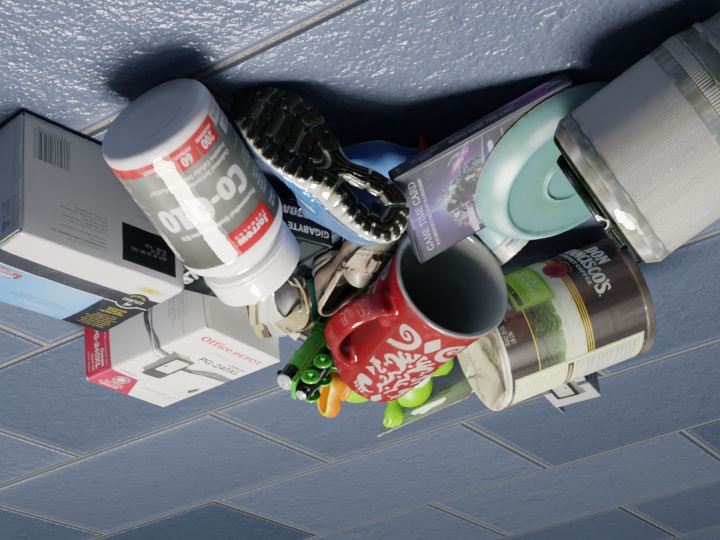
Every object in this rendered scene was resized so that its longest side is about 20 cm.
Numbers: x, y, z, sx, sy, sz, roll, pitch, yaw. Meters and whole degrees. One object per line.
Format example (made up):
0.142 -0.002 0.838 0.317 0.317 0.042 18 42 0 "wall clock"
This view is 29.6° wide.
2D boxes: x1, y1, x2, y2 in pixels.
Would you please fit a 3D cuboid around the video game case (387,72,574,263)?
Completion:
0.129 -0.099 1.355 0.199 0.019 0.143 -29 144 -5 "video game case"

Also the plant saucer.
0.208 -0.101 1.374 0.198 0.028 0.201 -21 142 -17 "plant saucer"

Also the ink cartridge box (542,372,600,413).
0.257 0.101 1.772 0.067 0.117 0.200 -16 153 18 "ink cartridge box"

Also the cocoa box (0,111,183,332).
-0.291 -0.040 1.343 0.131 0.135 0.199 -26 148 35 "cocoa box"

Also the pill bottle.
-0.143 -0.068 1.274 0.113 0.115 0.201 -18 128 21 "pill bottle"

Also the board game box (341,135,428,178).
0.035 -0.103 1.408 0.198 0.039 0.158 12 154 -28 "board game box"

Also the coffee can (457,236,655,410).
0.222 0.062 1.590 0.198 0.147 0.147 -19 157 -16 "coffee can"

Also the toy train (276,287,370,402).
-0.034 0.080 1.599 0.056 0.200 0.042 19 133 21 "toy train"

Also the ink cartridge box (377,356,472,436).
0.129 0.159 1.801 0.161 0.200 0.050 -28 102 35 "ink cartridge box"

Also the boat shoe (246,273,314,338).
-0.088 0.028 1.473 0.067 0.076 0.200 -4 170 0 "boat shoe"

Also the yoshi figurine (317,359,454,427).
0.024 0.142 1.714 0.198 0.114 0.112 -7 173 -29 "yoshi figurine"

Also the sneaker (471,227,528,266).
0.128 -0.040 1.539 0.074 0.082 0.200 -41 -178 -22 "sneaker"

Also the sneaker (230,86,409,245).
-0.050 -0.089 1.298 0.200 0.079 0.089 43 153 -8 "sneaker"

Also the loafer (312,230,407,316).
0.000 0.000 1.536 0.071 0.064 0.200 11 159 -21 "loafer"

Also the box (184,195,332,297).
-0.150 -0.031 1.470 0.158 0.047 0.199 15 153 -37 "box"

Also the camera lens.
0.289 -0.118 1.250 0.199 0.161 0.160 -37 146 10 "camera lens"

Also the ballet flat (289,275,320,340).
-0.057 0.064 1.685 0.068 0.069 0.200 -4 156 22 "ballet flat"

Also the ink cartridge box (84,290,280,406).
-0.216 0.085 1.663 0.199 0.084 0.145 -22 149 29 "ink cartridge box"

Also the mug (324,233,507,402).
0.037 0.049 1.485 0.176 0.135 0.200 15 146 -19 "mug"
